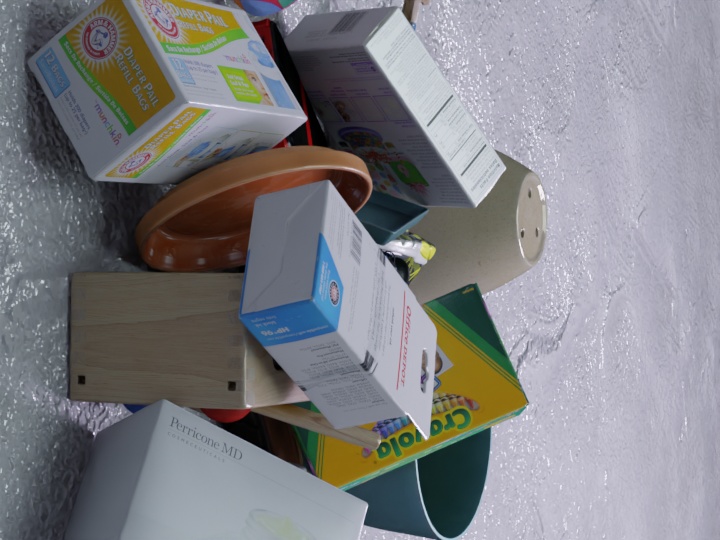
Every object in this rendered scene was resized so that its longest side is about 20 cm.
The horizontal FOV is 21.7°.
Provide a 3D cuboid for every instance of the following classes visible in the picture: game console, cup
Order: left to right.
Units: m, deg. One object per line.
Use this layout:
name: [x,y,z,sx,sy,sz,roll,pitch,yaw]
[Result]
game console: [-0.060,-0.113,1.691,0.201,0.031,0.178,-98,169,-46]
cup: [0.121,-0.056,2.047,0.200,0.142,0.203,0,90,-65]

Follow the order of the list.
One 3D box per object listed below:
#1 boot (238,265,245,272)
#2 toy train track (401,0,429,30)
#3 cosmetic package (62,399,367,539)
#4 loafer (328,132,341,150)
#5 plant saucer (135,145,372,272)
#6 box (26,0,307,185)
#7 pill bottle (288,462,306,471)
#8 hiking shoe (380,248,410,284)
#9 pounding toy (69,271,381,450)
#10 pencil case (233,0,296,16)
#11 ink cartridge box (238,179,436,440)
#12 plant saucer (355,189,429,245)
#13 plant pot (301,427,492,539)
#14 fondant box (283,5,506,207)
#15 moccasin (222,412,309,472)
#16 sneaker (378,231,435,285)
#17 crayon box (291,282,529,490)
boot: [-0.057,-0.035,1.747,0.200,0.077,0.140,41,41,-70]
toy train track: [0.051,-0.211,1.899,0.201,0.032,0.115,100,-27,-44]
cosmetic package: [-0.122,0.238,1.434,0.198,0.123,0.202,29,57,-24]
loafer: [0.002,-0.132,1.888,0.063,0.071,0.202,33,66,-82]
plant saucer: [-0.088,-0.053,1.530,0.200,0.199,0.033,18,50,-65]
box: [-0.146,-0.139,1.451,0.113,0.101,0.200,59,21,12]
pill bottle: [-0.089,0.270,1.613,0.119,0.119,0.202,-6,96,-65]
hiking shoe: [0.000,0.000,1.601,0.075,0.086,0.200,64,-12,12]
pounding toy: [-0.102,0.074,1.501,0.200,0.182,0.144,2,88,-66]
pencil case: [-0.114,-0.301,1.597,0.200,0.088,0.089,51,46,-52]
ink cartridge box: [-0.013,0.040,1.441,0.200,0.067,0.117,52,34,-43]
plant saucer: [0.014,-0.050,1.707,0.200,0.069,0.019,-37,146,-76]
plant pot: [0.018,0.154,1.799,0.200,0.159,0.203,0,90,-65]
fondant box: [0.027,-0.150,1.760,0.058,0.144,0.201,-49,120,-25]
moccasin: [-0.077,0.194,1.707,0.078,0.073,0.203,-31,109,-53]
sneaker: [0.019,-0.004,1.810,0.085,0.074,0.200,-63,160,5]
crayon box: [0.034,0.107,1.651,0.058,0.198,0.120,100,-34,-78]
